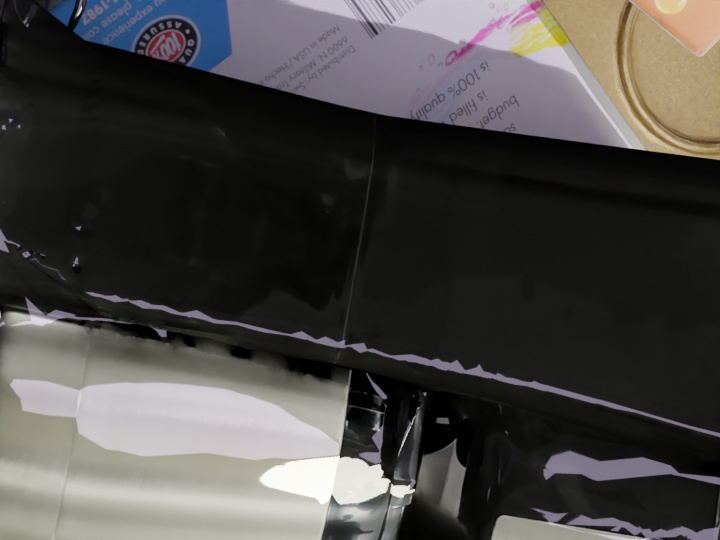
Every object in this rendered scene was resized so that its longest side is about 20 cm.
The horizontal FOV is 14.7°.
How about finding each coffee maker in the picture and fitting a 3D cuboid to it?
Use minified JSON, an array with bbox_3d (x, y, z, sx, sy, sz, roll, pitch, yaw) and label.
[{"bbox_3d":[0.000,0.000,0.704,0.199,0.135,0.193,9,102,-7],"label":"coffee maker"}]

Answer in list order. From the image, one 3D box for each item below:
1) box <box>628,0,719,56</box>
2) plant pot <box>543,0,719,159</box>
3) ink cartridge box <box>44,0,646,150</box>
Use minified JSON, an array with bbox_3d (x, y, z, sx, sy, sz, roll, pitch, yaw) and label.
[{"bbox_3d":[0.059,-0.176,0.749,0.200,0.098,0.124,36,114,-22],"label":"box"},{"bbox_3d":[0.105,-0.070,0.872,0.200,0.027,0.201,-2,97,-20],"label":"plant pot"},{"bbox_3d":[0.014,-0.031,0.802,0.115,0.068,0.200,-35,105,4],"label":"ink cartridge box"}]
